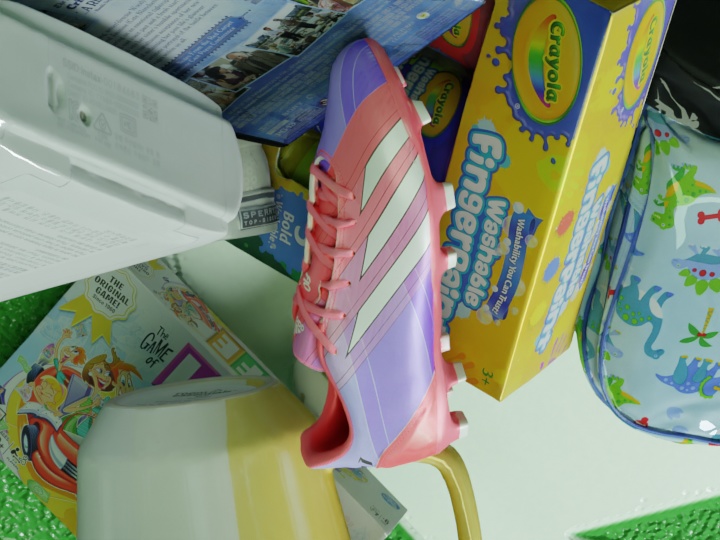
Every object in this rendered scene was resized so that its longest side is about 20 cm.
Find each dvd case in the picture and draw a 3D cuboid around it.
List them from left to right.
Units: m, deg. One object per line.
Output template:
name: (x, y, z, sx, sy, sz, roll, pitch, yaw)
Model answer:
dvd case: (-0.068, -0.102, 0.874, 0.199, 0.018, 0.142, 10, 151, -39)

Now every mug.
mug: (-0.053, 0.129, 1.029, 0.185, 0.149, 0.154, -10, 95, -26)

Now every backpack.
backpack: (0.170, -0.015, 1.034, 0.162, 0.154, 0.201, 10, 135, -16)

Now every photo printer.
photo printer: (-0.173, -0.036, 0.880, 0.199, 0.070, 0.166, -15, 160, 30)

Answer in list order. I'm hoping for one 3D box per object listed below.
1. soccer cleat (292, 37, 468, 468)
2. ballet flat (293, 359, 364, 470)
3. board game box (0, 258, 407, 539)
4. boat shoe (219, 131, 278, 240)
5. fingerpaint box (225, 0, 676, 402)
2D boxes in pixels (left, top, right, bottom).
soccer cleat: (0.000, 0.000, 0.924, 0.076, 0.067, 0.201, -14, 122, -9)
ballet flat: (0.008, 0.049, 1.116, 0.067, 0.068, 0.200, 41, 111, -2)
board game box: (-0.092, 0.098, 1.109, 0.200, 0.034, 0.135, 45, 114, 2)
boat shoe: (-0.129, -0.045, 1.029, 0.199, 0.071, 0.070, -3, 96, 35)
fingerpaint box: (0.035, -0.070, 0.979, 0.166, 0.073, 0.201, 30, 125, 23)
